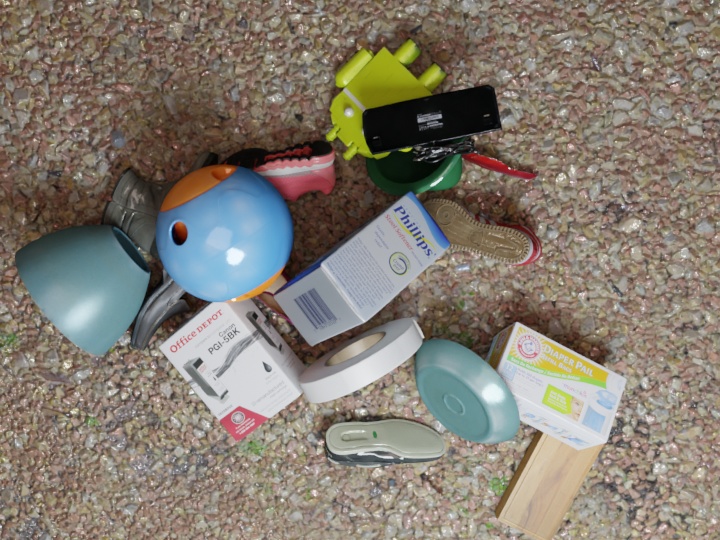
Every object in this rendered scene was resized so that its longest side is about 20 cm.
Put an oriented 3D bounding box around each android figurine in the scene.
[{"bbox_3d":[0.033,-0.256,1.281,0.200,0.041,0.182,-42,68,8],"label":"android figurine"}]

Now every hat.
[{"bbox_3d":[0.132,-0.155,1.326,0.199,0.176,0.166,30,87,40],"label":"hat"}]

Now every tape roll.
[{"bbox_3d":[0.000,0.135,1.278,0.202,0.203,0.037,-28,96,4],"label":"tape roll"}]

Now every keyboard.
[{"bbox_3d":[0.104,-0.201,1.220,0.198,0.040,0.105,-9,70,9],"label":"keyboard"}]

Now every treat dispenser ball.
[{"bbox_3d":[-0.197,-0.054,1.226,0.199,0.201,0.203,0,97,1],"label":"treat dispenser ball"}]

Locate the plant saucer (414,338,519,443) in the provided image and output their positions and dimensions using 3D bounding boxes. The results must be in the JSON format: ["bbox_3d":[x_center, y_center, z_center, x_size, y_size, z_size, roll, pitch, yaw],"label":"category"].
[{"bbox_3d":[0.153,0.197,1.292,0.036,0.200,0.201,-39,96,-31],"label":"plant saucer"}]

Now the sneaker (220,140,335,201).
[{"bbox_3d":[-0.132,-0.142,1.311,0.198,0.074,0.087,-5,124,11],"label":"sneaker"}]

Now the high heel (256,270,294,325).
[{"bbox_3d":[-0.139,0.027,1.318,0.199,0.096,0.068,29,97,-3],"label":"high heel"}]

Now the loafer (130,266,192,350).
[{"bbox_3d":[-0.301,0.047,1.338,0.072,0.073,0.201,29,98,-7],"label":"loafer"}]

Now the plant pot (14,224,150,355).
[{"bbox_3d":[-0.402,0.008,1.274,0.134,0.200,0.201,-37,95,0],"label":"plant pot"}]

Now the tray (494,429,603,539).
[{"bbox_3d":[0.311,0.340,1.381,0.098,0.037,0.201,26,98,-2],"label":"tray"}]

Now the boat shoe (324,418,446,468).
[{"bbox_3d":[0.040,0.289,1.374,0.198,0.072,0.068,2,134,-6],"label":"boat shoe"}]

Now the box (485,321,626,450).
[{"bbox_3d":[0.292,0.181,1.309,0.199,0.101,0.113,27,68,-2],"label":"box"}]

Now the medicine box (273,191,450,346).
[{"bbox_3d":[0.000,0.000,1.231,0.200,0.182,0.103,-40,95,-31],"label":"medicine box"}]

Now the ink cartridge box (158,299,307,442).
[{"bbox_3d":[-0.198,0.144,1.330,0.146,0.083,0.200,-38,95,17],"label":"ink cartridge box"}]

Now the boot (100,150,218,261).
[{"bbox_3d":[-0.322,-0.126,1.321,0.130,0.068,0.201,33,95,3],"label":"boot"}]

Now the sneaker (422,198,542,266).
[{"bbox_3d":[0.192,-0.058,1.324,0.199,0.112,0.072,25,101,28],"label":"sneaker"}]
